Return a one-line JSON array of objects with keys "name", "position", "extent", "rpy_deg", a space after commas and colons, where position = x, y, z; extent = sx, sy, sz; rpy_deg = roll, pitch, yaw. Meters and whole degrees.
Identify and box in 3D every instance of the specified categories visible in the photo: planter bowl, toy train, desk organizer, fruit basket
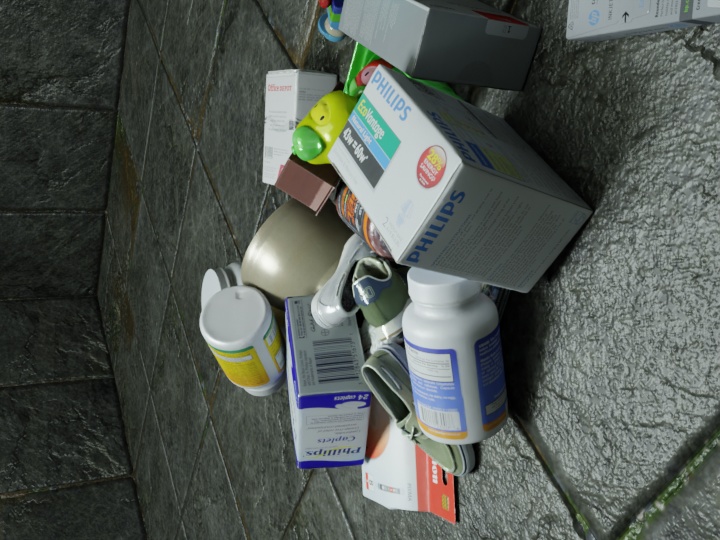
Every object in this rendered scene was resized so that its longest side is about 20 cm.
[{"name": "planter bowl", "position": [-0.071, -0.007, 1.222], "extent": [0.135, 0.200, 0.201], "rpy_deg": [38, 130, 21]}, {"name": "toy train", "position": [-0.043, -0.481, 1.234], "extent": [0.116, 0.084, 0.201], "rpy_deg": [130, 132, -69]}, {"name": "desk organizer", "position": [-0.046, -0.186, 1.139], "extent": [0.072, 0.077, 0.201], "rpy_deg": [-51, 10, 51]}, {"name": "fruit basket", "position": [0.010, -0.211, 1.015], "extent": [0.216, 0.214, 0.156], "rpy_deg": [57, 140, 44]}]

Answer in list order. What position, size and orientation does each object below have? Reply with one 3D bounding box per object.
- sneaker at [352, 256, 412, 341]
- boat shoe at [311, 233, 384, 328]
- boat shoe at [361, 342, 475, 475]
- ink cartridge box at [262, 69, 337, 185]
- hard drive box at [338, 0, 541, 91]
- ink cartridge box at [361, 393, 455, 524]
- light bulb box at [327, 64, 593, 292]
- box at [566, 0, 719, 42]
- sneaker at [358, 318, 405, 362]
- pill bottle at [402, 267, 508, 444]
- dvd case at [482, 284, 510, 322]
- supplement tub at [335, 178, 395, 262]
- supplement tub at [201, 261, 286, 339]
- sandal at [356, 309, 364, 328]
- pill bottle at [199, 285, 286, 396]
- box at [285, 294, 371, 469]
[{"name": "sneaker", "position": [0.033, 0.014, 1.017], "extent": [0.090, 0.067, 0.200], "rpy_deg": [55, -163, -10]}, {"name": "boat shoe", "position": [0.000, 0.000, 1.098], "extent": [0.068, 0.200, 0.072], "rpy_deg": [-20, 111, 44]}, {"name": "boat shoe", "position": [0.071, 0.190, 1.000], "extent": [0.200, 0.062, 0.072], "rpy_deg": [53, 140, 6]}, {"name": "ink cartridge box", "position": [-0.111, -0.251, 1.362], "extent": [0.145, 0.084, 0.201], "rpy_deg": [23, 114, 60]}, {"name": "hard drive box", "position": [0.088, -0.286, 0.910], "extent": [0.200, 0.155, 0.077], "rpy_deg": [49, 133, 48]}, {"name": "ink cartridge box", "position": [0.062, 0.268, 1.109], "extent": [0.200, 0.050, 0.163], "rpy_deg": [177, 90, -65]}, {"name": "light bulb box", "position": [0.102, -0.096, 0.826], "extent": [0.125, 0.199, 0.199], "rpy_deg": [-57, 41, 26]}, {"name": "box", "position": [0.271, -0.295, 0.683], "extent": [0.200, 0.041, 0.157], "rpy_deg": [15, 105, 60]}, {"name": "sneaker", "position": [0.037, 0.088, 1.098], "extent": [0.200, 0.075, 0.082], "rpy_deg": [130, 131, -59]}, {"name": "pill bottle", "position": [0.108, 0.090, 0.891], "extent": [0.112, 0.112, 0.201], "rpy_deg": [29, 134, 58]}, {"name": "dvd case", "position": [0.137, 0.012, 0.979], "extent": [0.146, 0.022, 0.201], "rpy_deg": [48, 132, 50]}, {"name": "supplement tub", "position": [0.042, -0.077, 1.040], "extent": [0.200, 0.106, 0.108], "rpy_deg": [-135, 49, -61]}, {"name": "supplement tub", "position": [-0.171, 0.055, 1.372], "extent": [0.145, 0.199, 0.146], "rpy_deg": [6, 97, 61]}, {"name": "sandal", "position": [-0.001, 0.079, 1.215], "extent": [0.075, 0.048, 0.201], "rpy_deg": [53, 137, 47]}, {"name": "pill bottle", "position": [-0.178, 0.121, 1.234], "extent": [0.200, 0.112, 0.113], "rpy_deg": [76, 172, -55]}, {"name": "box", "position": [-0.054, 0.166, 1.144], "extent": [0.201, 0.104, 0.185], "rpy_deg": [94, 168, -46]}]
